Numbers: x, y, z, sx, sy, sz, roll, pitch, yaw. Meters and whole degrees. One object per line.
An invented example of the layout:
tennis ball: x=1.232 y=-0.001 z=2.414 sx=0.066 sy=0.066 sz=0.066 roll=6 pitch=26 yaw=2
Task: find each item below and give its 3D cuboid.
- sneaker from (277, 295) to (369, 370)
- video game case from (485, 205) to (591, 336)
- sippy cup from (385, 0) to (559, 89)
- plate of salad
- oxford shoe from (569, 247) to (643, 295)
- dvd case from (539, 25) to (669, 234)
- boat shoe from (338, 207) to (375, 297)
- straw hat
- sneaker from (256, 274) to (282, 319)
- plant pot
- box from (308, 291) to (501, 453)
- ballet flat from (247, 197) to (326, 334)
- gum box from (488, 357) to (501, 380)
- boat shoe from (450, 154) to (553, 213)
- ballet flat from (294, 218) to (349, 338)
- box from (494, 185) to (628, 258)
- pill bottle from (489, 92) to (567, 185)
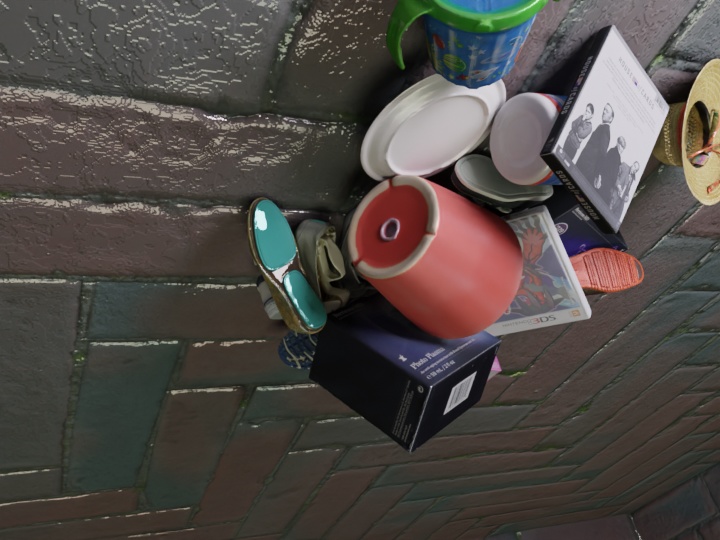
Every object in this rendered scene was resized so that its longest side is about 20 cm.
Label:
sneaker: x=-0.046 y=0.108 z=1.204 sx=0.199 sy=0.078 sz=0.085 roll=-25 pitch=179 yaw=8
video game case: x=0.227 y=0.010 z=1.059 sx=0.181 sy=0.023 sz=0.201 roll=-15 pitch=119 yaw=31
sippy cup: x=0.119 y=-0.263 z=0.718 sx=0.176 sy=0.141 sz=0.131 roll=7 pitch=157 yaw=6
plate of salad: x=0.087 y=-0.182 z=0.874 sx=0.199 sy=0.048 sz=0.201 roll=-20 pitch=153 yaw=-11
oxford shoe: x=0.353 y=0.010 z=1.126 sx=0.198 sy=0.072 sz=0.073 roll=-3 pitch=163 yaw=-9
dvd case: x=0.299 y=-0.169 z=0.845 sx=0.150 sy=0.201 sz=0.025 roll=41 pitch=157 yaw=-29
boat shoe: x=0.005 y=-0.001 z=1.071 sx=0.074 sy=0.087 sz=0.203 roll=-5 pitch=144 yaw=-16
straw hat: x=0.454 y=-0.189 z=0.983 sx=0.200 sy=0.203 sz=0.085 roll=21 pitch=175 yaw=-42
sneaker: x=-0.092 y=0.033 z=1.101 sx=0.073 sy=0.071 sz=0.200 roll=-29 pitch=165 yaw=16
plant pot: x=0.088 y=-0.025 z=0.935 sx=0.200 sy=0.202 sz=0.177 roll=-33 pitch=143 yaw=24
box: x=0.065 y=0.131 z=1.040 sx=0.199 sy=0.198 sz=0.124 roll=-21 pitch=132 yaw=-49
ballet flat: x=-0.113 y=-0.001 z=0.974 sx=0.070 sy=0.201 sz=0.071 roll=-25 pitch=-171 yaw=4
gum box: x=0.148 y=0.162 z=1.209 sx=0.066 sy=0.114 sz=0.200 roll=9 pitch=141 yaw=-32
boat shoe: x=0.192 y=-0.113 z=0.987 sx=0.199 sy=0.076 sz=0.060 roll=5 pitch=148 yaw=-38
ballet flat: x=-0.048 y=0.021 z=1.027 sx=0.063 sy=0.067 sz=0.201 roll=5 pitch=119 yaw=30
box: x=0.320 y=-0.060 z=1.129 sx=0.141 sy=0.079 sz=0.199 roll=-37 pitch=141 yaw=24
pill bottle: x=0.273 y=-0.167 z=0.910 sx=0.199 sy=0.113 sz=0.112 roll=-6 pitch=147 yaw=-35
